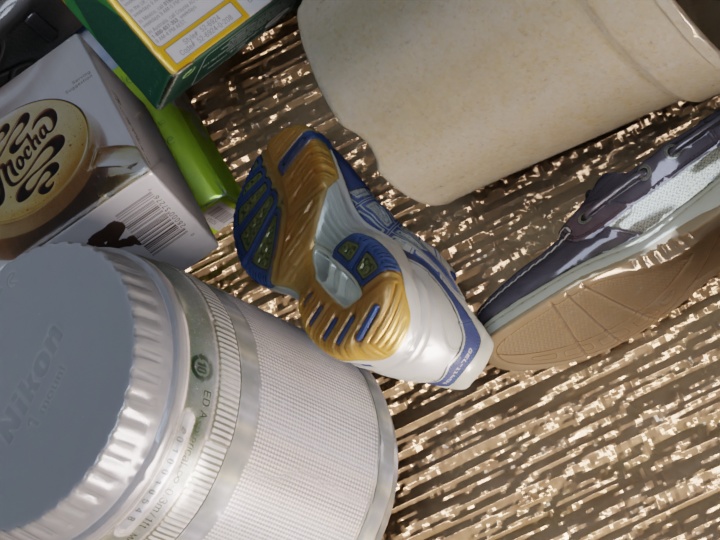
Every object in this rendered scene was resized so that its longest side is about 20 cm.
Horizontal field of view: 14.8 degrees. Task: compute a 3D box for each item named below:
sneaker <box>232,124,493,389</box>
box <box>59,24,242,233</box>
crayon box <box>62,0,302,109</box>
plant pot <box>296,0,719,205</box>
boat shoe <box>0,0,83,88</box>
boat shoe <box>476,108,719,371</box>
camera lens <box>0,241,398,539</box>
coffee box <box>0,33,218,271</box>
[{"bbox_3d":[0.000,0.000,1.409,0.075,0.088,0.200,-53,35,17],"label":"sneaker"},{"bbox_3d":[-0.160,-0.085,1.503,0.122,0.048,0.200,-33,70,9],"label":"box"},{"bbox_3d":[-0.118,-0.198,1.414,0.126,0.052,0.200,-39,85,-24],"label":"crayon box"},{"bbox_3d":[0.077,-0.133,1.368,0.183,0.200,0.201,-31,71,22],"label":"plant pot"},{"bbox_3d":[-0.206,-0.130,1.472,0.200,0.075,0.073,-44,59,-3],"label":"boat shoe"},{"bbox_3d":[0.141,-0.021,1.379,0.200,0.072,0.065,-34,55,16],"label":"boat shoe"},{"bbox_3d":[-0.092,0.086,1.352,0.160,0.200,0.160,-20,58,35],"label":"camera lens"},{"bbox_3d":[-0.188,-0.010,1.409,0.200,0.080,0.113,-34,50,6],"label":"coffee box"}]
